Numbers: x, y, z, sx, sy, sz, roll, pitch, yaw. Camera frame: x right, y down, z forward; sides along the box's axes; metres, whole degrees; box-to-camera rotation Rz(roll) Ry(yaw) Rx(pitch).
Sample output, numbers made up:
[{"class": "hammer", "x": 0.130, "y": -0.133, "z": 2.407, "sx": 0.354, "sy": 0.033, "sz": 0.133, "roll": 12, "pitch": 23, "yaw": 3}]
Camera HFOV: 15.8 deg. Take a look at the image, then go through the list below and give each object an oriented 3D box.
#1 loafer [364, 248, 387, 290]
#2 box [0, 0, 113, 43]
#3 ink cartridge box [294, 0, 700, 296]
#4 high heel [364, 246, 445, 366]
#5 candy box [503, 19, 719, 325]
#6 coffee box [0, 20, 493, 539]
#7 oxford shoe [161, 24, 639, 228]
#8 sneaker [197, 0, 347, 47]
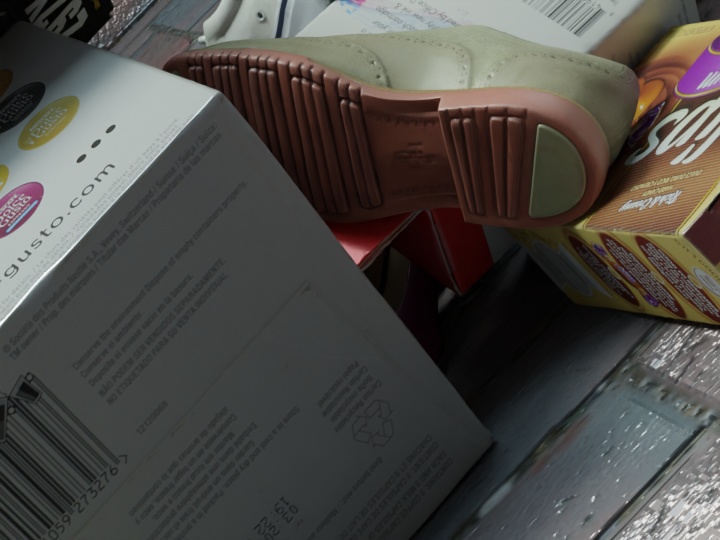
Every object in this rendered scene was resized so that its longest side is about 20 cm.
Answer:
[{"class": "loafer", "x": 0.011, "y": -0.012, "z": 1.285, "sx": 0.072, "sy": 0.063, "sz": 0.200, "roll": -29, "pitch": 12, "yaw": 45}, {"class": "box", "x": -0.185, "y": -0.100, "z": 1.087, "sx": 0.160, "sy": 0.049, "sz": 0.200, "roll": -50, "pitch": -13, "yaw": -10}, {"class": "ink cartridge box", "x": 0.037, "y": -0.073, "z": 1.104, "sx": 0.200, "sy": 0.067, "sz": 0.116, "roll": -43, "pitch": 54, "yaw": -15}, {"class": "high heel", "x": 0.000, "y": 0.000, "z": 1.190, "sx": 0.067, "sy": 0.096, "sz": 0.200, "roll": -31, "pitch": 19, "yaw": 43}, {"class": "candy box", "x": 0.137, "y": -0.040, "z": 0.986, "sx": 0.117, "sy": 0.056, "sz": 0.200, "roll": -48, "pitch": 12, "yaw": -8}, {"class": "coffee box", "x": -0.110, "y": 0.049, "z": 1.045, "sx": 0.200, "sy": 0.200, "sz": 0.198, "roll": -47, "pitch": 31, "yaw": -12}, {"class": "oxford shoe", "x": 0.015, "y": -0.063, "z": 1.030, "sx": 0.200, "sy": 0.071, "sz": 0.074, "roll": 12, "pitch": 39, "yaw": 25}, {"class": "sneaker", "x": -0.040, "y": -0.086, "z": 1.183, "sx": 0.073, "sy": 0.071, "sz": 0.200, "roll": -17, "pitch": -42, "yaw": -46}]
